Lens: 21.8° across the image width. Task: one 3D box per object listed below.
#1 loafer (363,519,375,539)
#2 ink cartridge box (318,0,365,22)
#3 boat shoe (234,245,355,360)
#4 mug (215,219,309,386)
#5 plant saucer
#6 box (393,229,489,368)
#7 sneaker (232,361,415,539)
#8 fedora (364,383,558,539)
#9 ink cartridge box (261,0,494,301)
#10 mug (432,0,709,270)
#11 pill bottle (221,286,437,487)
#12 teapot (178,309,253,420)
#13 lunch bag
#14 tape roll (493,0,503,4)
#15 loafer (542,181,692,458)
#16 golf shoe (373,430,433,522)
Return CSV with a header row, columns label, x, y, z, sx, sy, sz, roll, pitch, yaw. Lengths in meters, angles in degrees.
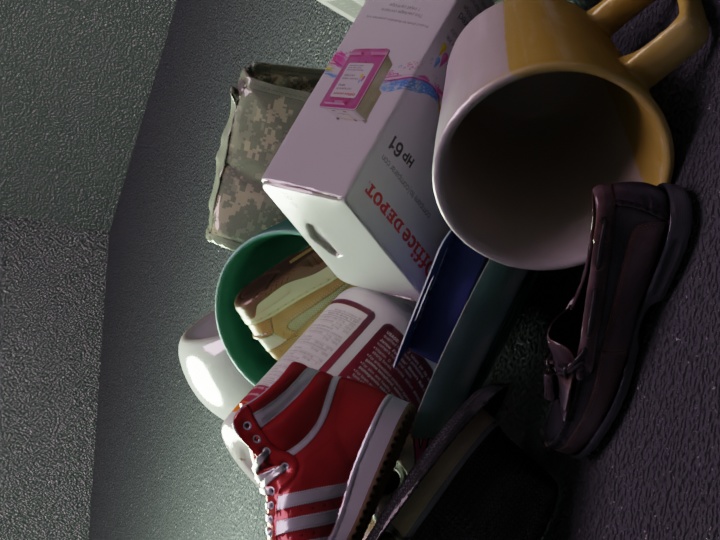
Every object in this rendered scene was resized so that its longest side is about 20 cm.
label,x,y,z,sx,sy,sz,roll,pitch,yaw
loafer,-0.002,0.226,1.597,0.200,0.076,0.068,-14,65,64
ink cartridge box,0.050,-0.267,1.513,0.045,0.200,0.177,-3,72,38
boat shoe,0.000,0.000,1.492,0.200,0.076,0.072,-32,15,3
mug,-0.025,0.040,1.603,0.152,0.185,0.114,-26,3,27
plant saucer,0.092,0.033,1.309,0.201,0.027,0.200,-62,-8,-15
box,0.085,-0.016,1.325,0.200,0.032,0.121,-50,-15,-52
sneaker,-0.052,0.160,1.266,0.200,0.112,0.071,-65,-10,-6
fedora,0.068,0.178,1.255,0.201,0.091,0.201,-52,-11,-15
ink cartridge box,0.035,-0.098,1.344,0.084,0.145,0.200,16,69,38
mug,0.134,-0.106,1.214,0.153,0.186,0.150,-94,-9,-57
pill bottle,-0.002,0.083,1.402,0.200,0.110,0.110,-47,3,-21
teapot,-0.073,0.097,1.811,0.146,0.197,0.200,66,-155,-12
lunch bag,-0.034,-0.092,1.684,0.118,0.199,0.165,-112,35,-65
tape roll,0.081,-0.301,1.377,0.139,0.202,0.203,150,129,-71
loafer,0.144,0.028,1.171,0.072,0.063,0.200,-101,26,-56
golf shoe,0.037,0.149,1.446,0.200,0.092,0.073,-121,41,-73
